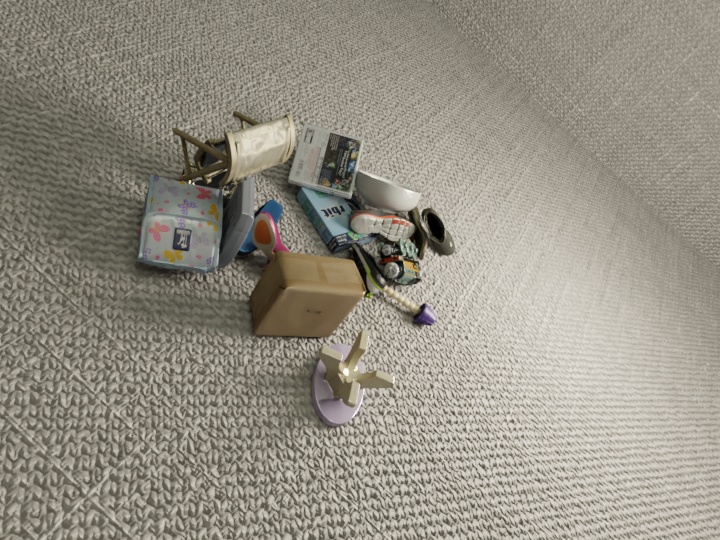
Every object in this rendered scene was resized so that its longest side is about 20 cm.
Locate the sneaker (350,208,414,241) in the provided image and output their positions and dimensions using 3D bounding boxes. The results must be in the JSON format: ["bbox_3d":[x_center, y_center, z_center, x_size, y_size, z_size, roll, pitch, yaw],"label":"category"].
[{"bbox_3d":[0.061,-0.143,1.539,0.198,0.077,0.082,10,38,-26],"label":"sneaker"}]

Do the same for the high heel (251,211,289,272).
[{"bbox_3d":[-0.198,-0.072,1.282,0.067,0.201,0.096,12,44,21],"label":"high heel"}]

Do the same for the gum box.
[{"bbox_3d":[-0.063,-0.156,1.546,0.169,0.045,0.201,-19,68,-44],"label":"gum box"}]

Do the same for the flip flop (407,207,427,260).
[{"bbox_3d":[0.161,-0.116,1.661,0.057,0.081,0.202,-4,58,-11],"label":"flip flop"}]

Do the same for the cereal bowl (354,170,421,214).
[{"bbox_3d":[0.072,-0.217,1.575,0.198,0.084,0.200,18,12,-4],"label":"cereal bowl"}]

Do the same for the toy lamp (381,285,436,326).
[{"bbox_3d":[0.118,0.084,1.476,0.199,0.058,0.058,32,44,-9],"label":"toy lamp"}]

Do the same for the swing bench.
[{"bbox_3d":[-0.281,-0.279,1.250,0.198,0.131,0.198,14,31,34],"label":"swing bench"}]

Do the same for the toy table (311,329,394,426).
[{"bbox_3d":[-0.029,0.230,1.208,0.182,0.117,0.202,17,49,-24],"label":"toy table"}]

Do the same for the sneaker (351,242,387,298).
[{"bbox_3d":[0.000,0.000,1.447,0.072,0.083,0.201,41,12,-35],"label":"sneaker"}]

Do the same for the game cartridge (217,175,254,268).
[{"bbox_3d":[-0.286,-0.098,1.224,0.041,0.200,0.134,19,47,-25],"label":"game cartridge"}]

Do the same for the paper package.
[{"bbox_3d":[-0.123,0.060,1.221,0.198,0.191,0.104,6,48,-33],"label":"paper package"}]

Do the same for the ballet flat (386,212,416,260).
[{"bbox_3d":[0.113,-0.094,1.607,0.068,0.063,0.201,-14,62,-17],"label":"ballet flat"}]

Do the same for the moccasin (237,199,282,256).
[{"bbox_3d":[-0.253,-0.094,1.346,0.080,0.068,0.200,45,43,-8],"label":"moccasin"}]

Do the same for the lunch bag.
[{"bbox_3d":[-0.393,-0.094,1.200,0.168,0.127,0.202,11,54,-23],"label":"lunch bag"}]

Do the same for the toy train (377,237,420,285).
[{"bbox_3d":[0.108,-0.019,1.473,0.200,0.084,0.115,12,67,-68],"label":"toy train"}]

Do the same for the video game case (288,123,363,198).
[{"bbox_3d":[-0.095,-0.311,1.548,0.180,0.023,0.202,14,63,-5],"label":"video game case"}]

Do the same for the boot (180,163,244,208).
[{"bbox_3d":[-0.367,-0.246,1.381,0.152,0.074,0.205,17,47,-21],"label":"boot"}]

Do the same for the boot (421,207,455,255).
[{"bbox_3d":[0.236,-0.107,1.618,0.183,0.072,0.200,54,4,-10],"label":"boot"}]
